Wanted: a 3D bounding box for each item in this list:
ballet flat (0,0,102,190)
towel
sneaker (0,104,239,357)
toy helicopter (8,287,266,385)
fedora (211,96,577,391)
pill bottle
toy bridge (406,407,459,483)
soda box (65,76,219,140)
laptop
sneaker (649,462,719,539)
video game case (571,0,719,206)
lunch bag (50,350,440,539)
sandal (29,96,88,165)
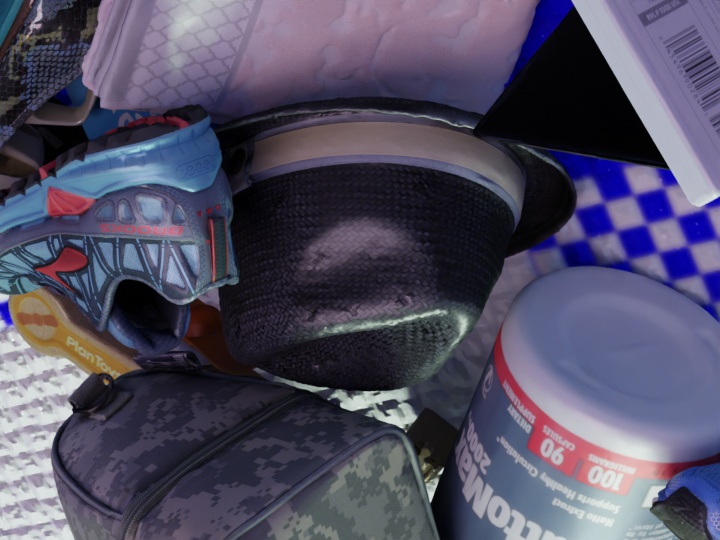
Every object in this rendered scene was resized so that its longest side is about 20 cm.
[{"bbox_3d":[-0.166,-0.072,0.932,0.074,0.074,0.200,44,131,-4],"label":"ballet flat"},{"bbox_3d":[-0.004,-0.137,0.849,0.190,0.032,0.200,7,129,-22],"label":"towel"},{"bbox_3d":[-0.119,-0.002,0.889,0.200,0.079,0.096,-21,90,58],"label":"sneaker"},{"bbox_3d":[-0.107,0.056,1.055,0.200,0.079,0.133,33,134,19],"label":"toy helicopter"},{"bbox_3d":[0.000,0.000,0.900,0.200,0.092,0.201,3,159,1],"label":"fedora"},{"bbox_3d":[0.097,0.109,0.954,0.119,0.120,0.201,26,127,10],"label":"pill bottle"},{"bbox_3d":[-0.012,0.151,1.067,0.027,0.067,0.200,37,128,1],"label":"toy bridge"},{"bbox_3d":[-0.113,-0.136,0.945,0.068,0.064,0.201,-10,114,31],"label":"soda box"},{"bbox_3d":[0.164,-0.037,0.781,0.187,0.116,0.200,12,157,20],"label":"laptop"},{"bbox_3d":[0.206,0.087,0.866,0.079,0.199,0.089,41,122,40],"label":"sneaker"},{"bbox_3d":[0.154,-0.127,0.700,0.144,0.200,0.018,60,154,1],"label":"video game case"},{"bbox_3d":[-0.056,0.149,0.943,0.167,0.139,0.201,13,130,44],"label":"lunch bag"},{"bbox_3d":[-0.170,-0.049,1.027,0.201,0.080,0.057,45,145,6],"label":"sandal"}]
